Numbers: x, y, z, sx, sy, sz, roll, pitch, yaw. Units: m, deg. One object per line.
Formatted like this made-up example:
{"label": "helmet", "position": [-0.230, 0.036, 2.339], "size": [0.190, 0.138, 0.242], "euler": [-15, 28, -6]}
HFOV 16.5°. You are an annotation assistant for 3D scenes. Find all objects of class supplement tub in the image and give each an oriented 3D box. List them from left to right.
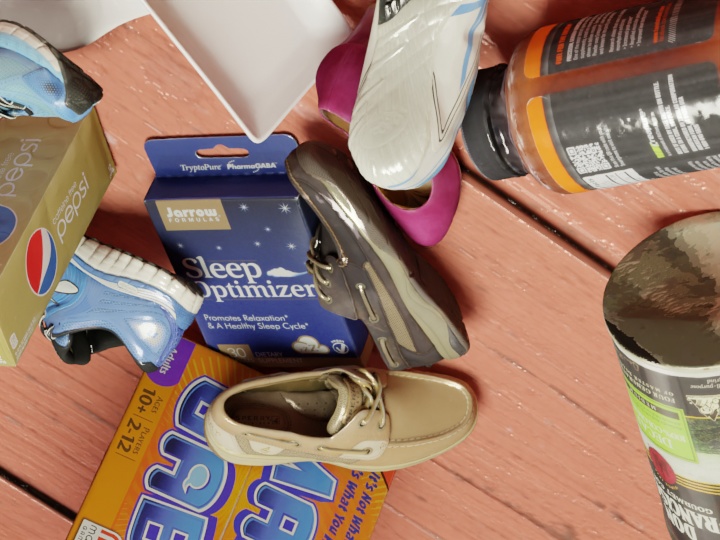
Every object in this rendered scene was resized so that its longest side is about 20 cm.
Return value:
{"label": "supplement tub", "position": [0.161, -0.106, 1.498], "size": [0.199, 0.107, 0.107], "euler": [-9, 129, 30]}

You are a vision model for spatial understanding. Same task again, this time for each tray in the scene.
{"label": "tray", "position": [-0.094, -0.184, 1.522], "size": [0.022, 0.107, 0.200], "euler": [-2, 132, 54]}

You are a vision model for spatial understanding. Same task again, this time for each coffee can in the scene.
{"label": "coffee can", "position": [0.250, 0.082, 1.623], "size": [0.146, 0.147, 0.200], "euler": [-1, 132, 23]}

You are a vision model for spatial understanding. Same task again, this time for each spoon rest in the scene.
{"label": "spoon rest", "position": [-0.173, -0.186, 1.587], "size": [0.199, 0.061, 0.100], "euler": [-8, 130, 28]}

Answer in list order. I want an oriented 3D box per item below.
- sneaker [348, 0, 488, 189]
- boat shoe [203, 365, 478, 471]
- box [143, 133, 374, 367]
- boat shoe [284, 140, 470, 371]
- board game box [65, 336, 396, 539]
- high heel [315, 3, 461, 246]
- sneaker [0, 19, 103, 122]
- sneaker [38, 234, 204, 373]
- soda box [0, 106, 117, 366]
{"label": "sneaker", "position": [0.044, -0.146, 1.495], "size": [0.072, 0.072, 0.201], "euler": [21, 101, 15]}
{"label": "boat shoe", "position": [-0.009, 0.103, 1.756], "size": [0.199, 0.072, 0.065], "euler": [-6, 160, -13]}
{"label": "box", "position": [-0.075, -0.010, 1.748], "size": [0.121, 0.032, 0.200], "euler": [-1, 132, 23]}
{"label": "boat shoe", "position": [0.000, 0.000, 1.680], "size": [0.073, 0.075, 0.200], "euler": [-30, 120, 12]}
{"label": "board game box", "position": [-0.113, 0.206, 1.835], "size": [0.199, 0.201, 0.200], "euler": [25, 147, -3]}
{"label": "high heel", "position": [0.014, -0.069, 1.595], "size": [0.067, 0.096, 0.200], "euler": [14, 141, 21]}
{"label": "sneaker", "position": [-0.251, -0.111, 1.635], "size": [0.199, 0.090, 0.078], "euler": [9, 159, 42]}
{"label": "sneaker", "position": [-0.212, 0.015, 1.754], "size": [0.199, 0.089, 0.079], "euler": [22, 176, 25]}
{"label": "soda box", "position": [-0.233, -0.028, 1.668], "size": [0.067, 0.200, 0.064], "euler": [2, 134, 20]}
